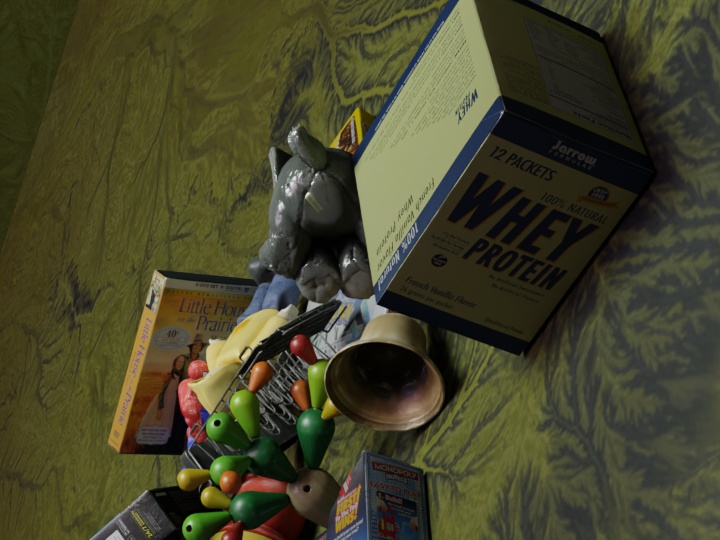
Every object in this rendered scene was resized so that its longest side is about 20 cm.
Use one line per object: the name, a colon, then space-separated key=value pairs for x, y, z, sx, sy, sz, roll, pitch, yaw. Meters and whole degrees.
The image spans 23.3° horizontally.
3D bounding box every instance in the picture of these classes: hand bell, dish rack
hand bell: x=0.036 y=0.037 z=1.549 sx=0.104 sy=0.104 sz=0.200 roll=-53 pitch=14 yaw=38
dish rack: x=-0.082 y=0.115 z=1.647 sx=0.153 sy=0.055 sz=0.200 roll=-29 pitch=-22 yaw=-51

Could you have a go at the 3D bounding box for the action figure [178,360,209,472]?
action figure: x=-0.169 y=0.182 z=1.849 sx=0.066 sy=0.051 sz=0.201 roll=-105 pitch=12 yaw=-59

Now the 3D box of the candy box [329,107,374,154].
candy box: x=-0.018 y=-0.086 z=1.774 sx=0.102 sy=0.026 sz=0.200 roll=-56 pitch=16 yaw=21

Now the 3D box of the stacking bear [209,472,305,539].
stacking bear: x=-0.105 y=0.283 z=1.618 sx=0.114 sy=0.121 sz=0.201 roll=103 pitch=-176 yaw=-53

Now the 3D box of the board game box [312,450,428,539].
board game box: x=-0.004 y=0.264 z=1.447 sx=0.200 sy=0.061 sz=0.201 roll=-43 pitch=33 yaw=50

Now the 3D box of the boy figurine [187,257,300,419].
boy figurine: x=-0.118 y=0.072 z=1.775 sx=0.124 sy=0.064 sz=0.200 roll=-19 pitch=32 yaw=43

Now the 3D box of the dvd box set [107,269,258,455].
dvd box set: x=-0.179 y=0.101 z=1.867 sx=0.029 sy=0.146 sz=0.201 roll=32 pitch=109 yaw=48

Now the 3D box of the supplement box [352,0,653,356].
supplement box: x=0.104 y=-0.084 z=1.381 sx=0.200 sy=0.134 sz=0.200 roll=-57 pitch=25 yaw=31

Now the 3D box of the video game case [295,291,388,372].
video game case: x=0.000 y=0.000 z=1.716 sx=0.200 sy=0.022 sz=0.183 roll=-27 pitch=47 yaw=61

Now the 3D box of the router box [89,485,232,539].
router box: x=-0.203 y=0.269 z=1.675 sx=0.149 sy=0.051 sz=0.200 roll=-41 pitch=-15 yaw=10

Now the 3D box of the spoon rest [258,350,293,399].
spoon rest: x=-0.108 y=0.141 z=1.807 sx=0.099 sy=0.060 sz=0.201 roll=-47 pitch=32 yaw=45

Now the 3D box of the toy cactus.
toy cactus: x=-0.063 y=0.173 z=1.529 sx=0.200 sy=0.165 sz=0.102 roll=-56 pitch=24 yaw=-14

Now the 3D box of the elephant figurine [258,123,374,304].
elephant figurine: x=-0.028 y=-0.062 z=1.575 sx=0.156 sy=0.141 sz=0.200 roll=-60 pitch=10 yaw=20
